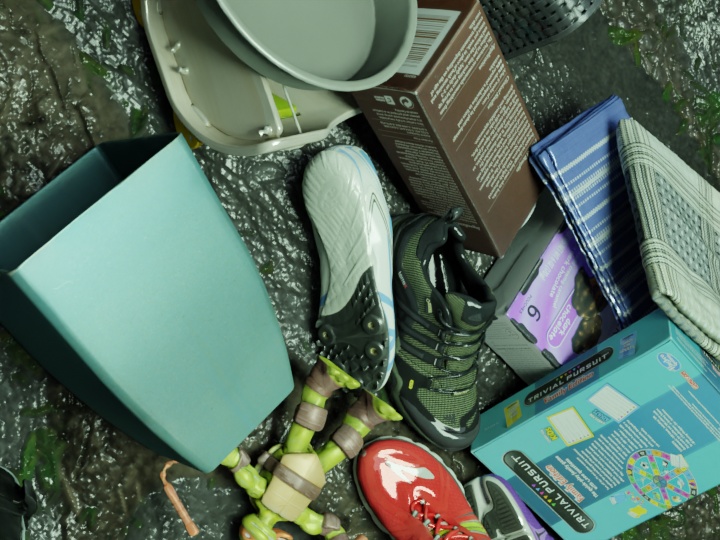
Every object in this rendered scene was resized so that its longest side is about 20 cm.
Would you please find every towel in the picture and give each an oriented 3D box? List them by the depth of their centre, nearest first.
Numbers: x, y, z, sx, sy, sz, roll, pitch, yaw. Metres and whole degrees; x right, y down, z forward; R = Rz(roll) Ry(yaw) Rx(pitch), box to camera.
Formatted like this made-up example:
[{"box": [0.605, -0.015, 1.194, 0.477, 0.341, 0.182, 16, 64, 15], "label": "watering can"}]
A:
[{"box": [0.290, -0.011, 0.964, 0.200, 0.034, 0.193, 35, 39, -35], "label": "towel"}, {"box": [0.227, -0.041, 0.985, 0.145, 0.024, 0.201, -35, 100, -42], "label": "towel"}]

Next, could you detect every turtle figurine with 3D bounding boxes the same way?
[{"box": [-0.040, 0.158, 0.873, 0.200, 0.064, 0.162, 38, 83, -15], "label": "turtle figurine"}]

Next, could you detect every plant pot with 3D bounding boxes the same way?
[{"box": [-0.147, 0.032, 0.784, 0.141, 0.141, 0.200, -43, 115, -25], "label": "plant pot"}]

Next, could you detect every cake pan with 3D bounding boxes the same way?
[{"box": [-0.044, -0.213, 0.805, 0.200, 0.037, 0.201, 16, 64, -36], "label": "cake pan"}]

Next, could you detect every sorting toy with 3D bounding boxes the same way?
[{"box": [-0.062, -0.179, 0.875, 0.180, 0.107, 0.201, -15, 84, -42], "label": "sorting toy"}]

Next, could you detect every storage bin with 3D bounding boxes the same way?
[{"box": [0.116, -0.242, 0.916, 0.094, 0.200, 0.135, 45, 66, -18], "label": "storage bin"}]

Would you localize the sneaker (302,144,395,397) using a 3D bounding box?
[{"box": [0.000, 0.000, 0.911, 0.072, 0.072, 0.201, -18, 104, -58], "label": "sneaker"}]

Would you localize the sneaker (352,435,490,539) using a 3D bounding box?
[{"box": [0.071, 0.212, 0.902, 0.077, 0.085, 0.200, -38, 86, -9], "label": "sneaker"}]

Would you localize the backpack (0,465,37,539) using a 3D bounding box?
[{"box": [-0.304, 0.176, 0.656, 0.199, 0.178, 0.151, 24, 105, -26], "label": "backpack"}]

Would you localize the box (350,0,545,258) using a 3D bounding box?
[{"box": [0.078, -0.112, 0.915, 0.100, 0.075, 0.200, -56, 137, -22], "label": "box"}]

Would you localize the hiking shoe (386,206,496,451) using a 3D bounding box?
[{"box": [0.066, 0.050, 0.923, 0.075, 0.101, 0.201, -15, 94, -29], "label": "hiking shoe"}]

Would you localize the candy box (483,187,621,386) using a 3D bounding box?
[{"box": [0.212, 0.040, 1.024, 0.200, 0.071, 0.168, 44, 66, -20], "label": "candy box"}]

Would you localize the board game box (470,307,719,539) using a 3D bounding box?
[{"box": [0.216, 0.138, 0.956, 0.151, 0.200, 0.047, 44, 30, -20], "label": "board game box"}]

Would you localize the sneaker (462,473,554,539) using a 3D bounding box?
[{"box": [0.149, 0.254, 0.985, 0.200, 0.080, 0.083, 57, 37, -12], "label": "sneaker"}]
